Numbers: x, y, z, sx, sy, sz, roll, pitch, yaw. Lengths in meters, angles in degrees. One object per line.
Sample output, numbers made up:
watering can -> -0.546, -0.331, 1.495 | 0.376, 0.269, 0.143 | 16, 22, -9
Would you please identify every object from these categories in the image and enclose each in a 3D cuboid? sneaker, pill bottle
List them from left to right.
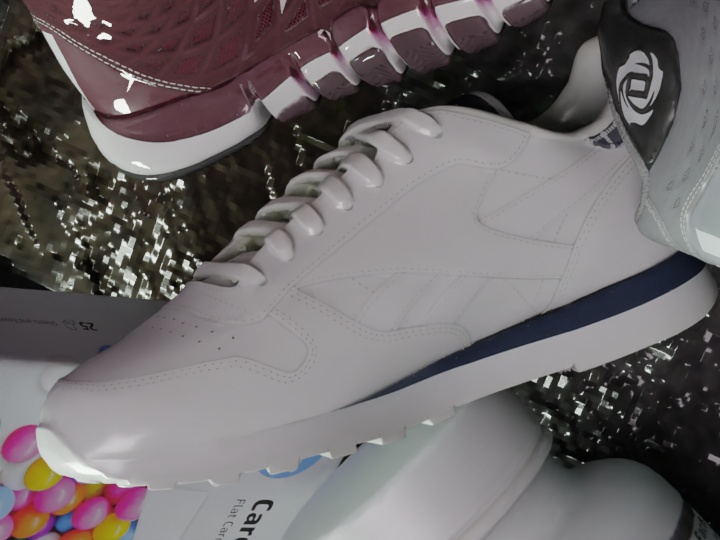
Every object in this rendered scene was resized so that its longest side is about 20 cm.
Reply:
sneaker -> -0.016, -0.107, 0.764 | 0.199, 0.076, 0.116 | -27, 119, 23
sneaker -> 0.000, 0.000, 0.778 | 0.076, 0.199, 0.081 | 14, 121, 60
pill bottle -> 0.072, 0.125, 0.826 | 0.111, 0.111, 0.200 | -40, 97, 25
sneaker -> 0.112, -0.094, 0.751 | 0.075, 0.115, 0.201 | 23, 85, -33

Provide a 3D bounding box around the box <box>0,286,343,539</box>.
box -> -0.110, 0.075, 0.822 | 0.041, 0.199, 0.156 | 51, 123, 38
